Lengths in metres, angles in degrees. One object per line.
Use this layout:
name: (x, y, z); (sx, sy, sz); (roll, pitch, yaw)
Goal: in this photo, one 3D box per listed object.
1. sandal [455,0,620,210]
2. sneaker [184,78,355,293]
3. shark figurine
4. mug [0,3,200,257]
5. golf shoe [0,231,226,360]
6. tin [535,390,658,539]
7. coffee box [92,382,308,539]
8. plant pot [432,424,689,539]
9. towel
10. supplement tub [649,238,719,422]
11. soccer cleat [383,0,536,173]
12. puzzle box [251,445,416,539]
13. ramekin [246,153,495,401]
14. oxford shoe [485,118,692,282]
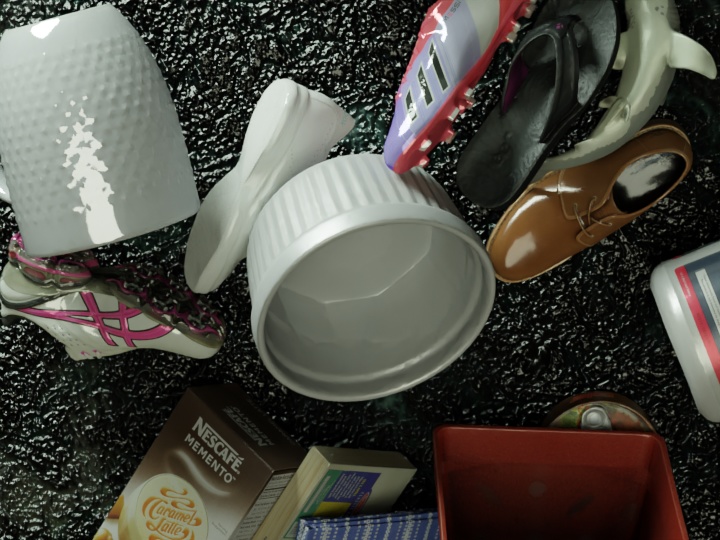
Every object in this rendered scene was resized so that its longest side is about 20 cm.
sandal: (0.141, -0.140, 1.488); (0.075, 0.048, 0.202); (31, 95, 25)
sneaker: (-0.073, -0.056, 1.569); (0.088, 0.075, 0.201); (20, 114, -30)
shark figurine: (0.213, -0.136, 1.530); (0.128, 0.089, 0.215); (38, 99, 24)
mug: (-0.240, -0.113, 1.522); (0.198, 0.147, 0.177); (-7, 102, 35)
golf shoe: (-0.210, 0.037, 1.599); (0.198, 0.073, 0.093); (21, 114, 5)
tin: (0.212, 0.202, 1.656); (0.111, 0.042, 0.202); (-8, 108, 0)
coffee box: (-0.142, 0.210, 1.622); (0.114, 0.080, 0.201); (40, 107, 24)
plant pot: (0.155, 0.260, 1.564); (0.197, 0.201, 0.178); (3, 122, -3)
towel: (0.016, 0.271, 1.641); (0.198, 0.024, 0.146); (0, 114, -34)
supplement tub: (0.349, 0.027, 1.541); (0.198, 0.141, 0.141); (-22, 106, 9)
soccer cleat: (0.066, -0.166, 1.497); (0.076, 0.067, 0.201); (33, 76, 8)
puzzle box: (-0.046, 0.238, 1.635); (0.025, 0.133, 0.201); (43, 108, 32)
ramekin: (0.000, 0.000, 1.527); (0.198, 0.106, 0.201); (-11, 135, -11)
oxford shoe: (0.185, -0.053, 1.557); (0.199, 0.071, 0.071); (-36, 105, 14)
